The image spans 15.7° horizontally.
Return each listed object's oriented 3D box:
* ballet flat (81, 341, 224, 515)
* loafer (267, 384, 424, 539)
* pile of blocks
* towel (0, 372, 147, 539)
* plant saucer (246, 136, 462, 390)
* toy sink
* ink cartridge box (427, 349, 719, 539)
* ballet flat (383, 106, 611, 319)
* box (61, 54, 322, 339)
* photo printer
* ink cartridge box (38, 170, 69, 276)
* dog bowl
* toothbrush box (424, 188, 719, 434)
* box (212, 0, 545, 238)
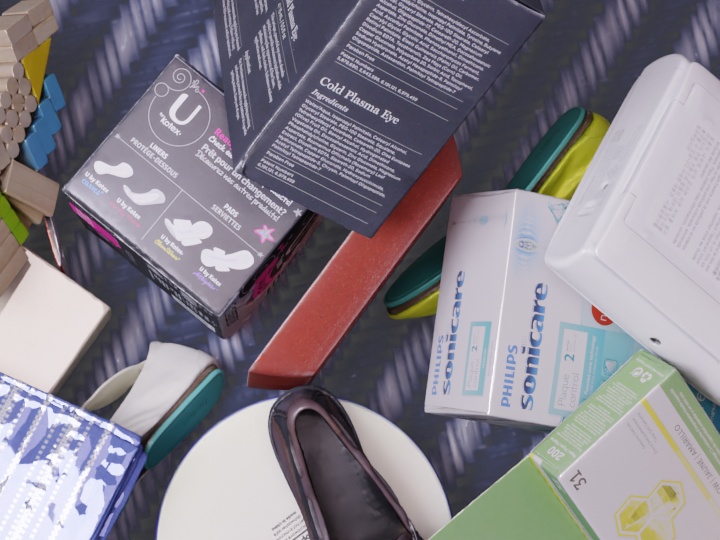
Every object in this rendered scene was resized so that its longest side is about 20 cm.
[{"bbox_3d":[-0.166,0.119,1.708,0.069,0.069,0.200,38,54,2],"label":"ballet flat"},{"bbox_3d":[0.000,0.166,1.648,0.072,0.063,0.201,-29,91,-4],"label":"loafer"},{"bbox_3d":[-0.236,-0.074,1.651,0.062,0.082,0.201,0,68,37],"label":"pile of blocks"},{"bbox_3d":[-0.249,0.130,1.626,0.199,0.024,0.145,25,79,7],"label":"towel"},{"bbox_3d":[0.000,0.000,1.682,0.037,0.200,0.200,37,84,1],"label":"plant saucer"},{"bbox_3d":[-0.280,0.023,1.716,0.200,0.112,0.131,34,84,-3],"label":"toy sink"},{"bbox_3d":[0.147,0.167,1.648,0.200,0.048,0.146,-42,122,-9],"label":"ink cartridge box"},{"bbox_3d":[0.106,-0.022,1.760,0.200,0.067,0.067,-45,109,-7],"label":"ballet flat"},{"bbox_3d":[-0.101,-0.043,1.683,0.132,0.200,0.115,39,85,2],"label":"box"},{"bbox_3d":[0.229,-0.014,1.659,0.200,0.069,0.167,37,68,-23],"label":"photo printer"},{"bbox_3d":[-0.245,-0.086,1.729,0.050,0.109,0.201,-17,85,-5],"label":"ink cartridge box"},{"bbox_3d":[-0.037,0.181,1.722,0.199,0.079,0.201,0,84,-1],"label":"dog bowl"},{"bbox_3d":[0.152,0.036,1.701,0.199,0.085,0.147,12,83,-28],"label":"toothbrush box"},{"bbox_3d":[0.006,-0.157,1.577,0.104,0.200,0.182,25,120,-24],"label":"box"}]
